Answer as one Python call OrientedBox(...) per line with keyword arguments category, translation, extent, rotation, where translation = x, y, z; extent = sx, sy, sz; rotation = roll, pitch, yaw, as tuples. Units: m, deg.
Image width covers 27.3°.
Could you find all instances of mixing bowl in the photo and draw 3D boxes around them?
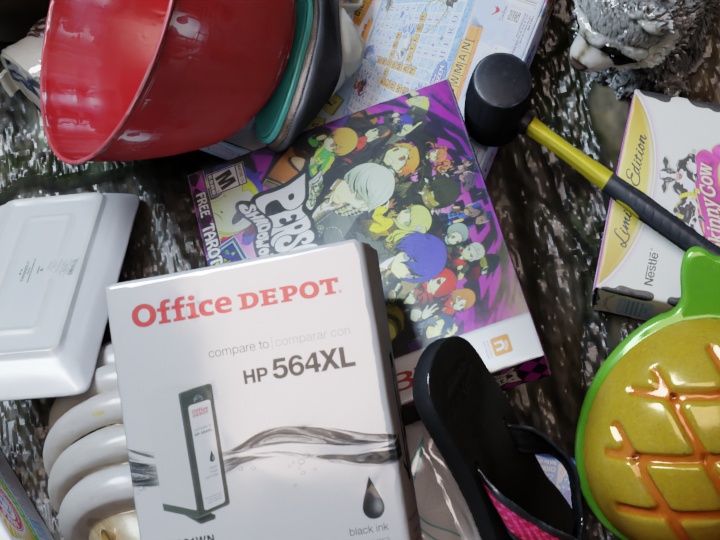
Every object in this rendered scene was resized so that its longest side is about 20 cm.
OrientedBox(category="mixing bowl", translation=(-0.109, -0.151, 0.905), extent=(0.107, 0.199, 0.203), rotation=(13, 72, -31))

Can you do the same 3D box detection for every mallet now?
OrientedBox(category="mallet", translation=(0.145, -0.056, 0.916), extent=(0.199, 0.066, 0.041), rotation=(39, 76, 3))

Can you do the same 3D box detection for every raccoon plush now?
OrientedBox(category="raccoon plush", translation=(0.195, -0.204, 0.957), extent=(0.096, 0.134, 0.202), rotation=(23, 78, 13))

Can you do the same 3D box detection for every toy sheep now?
OrientedBox(category="toy sheep", translation=(-0.129, 0.107, 0.912), extent=(0.136, 0.139, 0.202), rotation=(-11, 47, 3))

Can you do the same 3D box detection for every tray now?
OrientedBox(category="tray", translation=(-0.207, 0.008, 0.941), extent=(0.106, 0.022, 0.201), rotation=(-4, 38, 6))

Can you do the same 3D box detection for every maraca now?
OrientedBox(category="maraca", translation=(0.209, 0.078, 0.879), extent=(0.136, 0.107, 0.202), rotation=(27, 101, -3))

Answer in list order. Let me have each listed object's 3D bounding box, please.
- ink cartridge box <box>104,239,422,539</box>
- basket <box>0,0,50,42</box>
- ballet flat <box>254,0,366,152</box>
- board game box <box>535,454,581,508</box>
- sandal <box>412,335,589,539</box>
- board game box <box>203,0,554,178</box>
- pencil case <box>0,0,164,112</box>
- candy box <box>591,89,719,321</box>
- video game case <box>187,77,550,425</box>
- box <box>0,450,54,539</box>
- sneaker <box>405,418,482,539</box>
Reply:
OrientedBox(category="ink cartridge box", translation=(-0.048, 0.094, 0.799), extent=(0.144, 0.084, 0.203), rotation=(-10, 87, 6))
OrientedBox(category="basket", translation=(-0.260, -0.244, 0.984), extent=(0.134, 0.200, 0.183), rotation=(9, 74, 9))
OrientedBox(category="ballet flat", translation=(-0.027, -0.166, 0.948), extent=(0.072, 0.073, 0.203), rotation=(-3, 68, 5))
OrientedBox(category="board game box", translation=(0.028, 0.203, 0.909), extent=(0.197, 0.041, 0.202), rotation=(6, 75, 8))
OrientedBox(category="sandal", translation=(0.092, 0.121, 0.823), extent=(0.045, 0.201, 0.075), rotation=(-9, 35, 35))
OrientedBox(category="board game box", translation=(0.011, -0.145, 1.002), extent=(0.197, 0.041, 0.202), rotation=(21, 78, 11))
OrientedBox(category="pencil case", translation=(-0.162, -0.186, 1.021), extent=(0.200, 0.078, 0.089), rotation=(-50, 44, -7))
OrientedBox(category="candy box", translation=(0.256, -0.026, 0.939), extent=(0.197, 0.061, 0.138), rotation=(11, 76, 10))
OrientedBox(category="video game case", translation=(0.000, 0.000, 0.895), extent=(0.179, 0.036, 0.202), rotation=(-19, 62, 6))
OrientedBox(category="box", translation=(-0.289, 0.126, 0.929), extent=(0.101, 0.113, 0.201), rotation=(-34, 75, -4))
OrientedBox(category="sneaker", translation=(0.040, 0.169, 0.865), extent=(0.079, 0.071, 0.203), rotation=(-16, 64, 6))
